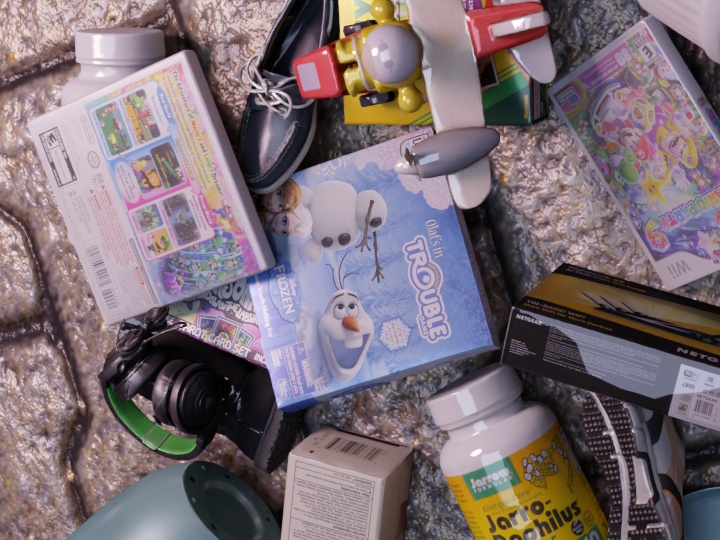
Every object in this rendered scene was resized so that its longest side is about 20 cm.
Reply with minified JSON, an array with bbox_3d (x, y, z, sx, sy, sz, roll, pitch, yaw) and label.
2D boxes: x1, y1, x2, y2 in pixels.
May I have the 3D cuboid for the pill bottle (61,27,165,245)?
[{"bbox_3d":[-0.224,-0.125,1.275,0.112,0.112,0.201,6,106,22],"label":"pill bottle"}]

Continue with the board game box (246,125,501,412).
[{"bbox_3d":[0.000,0.000,1.184,0.198,0.043,0.201,-18,77,11],"label":"board game box"}]

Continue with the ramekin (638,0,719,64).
[{"bbox_3d":[0.274,-0.257,0.983,0.094,0.202,0.203,29,113,26],"label":"ramekin"}]

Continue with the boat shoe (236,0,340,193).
[{"bbox_3d":[-0.064,-0.166,1.185,0.075,0.062,0.201,26,89,22],"label":"boat shoe"}]

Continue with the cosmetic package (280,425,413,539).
[{"bbox_3d":[-0.017,0.263,1.293,0.103,0.087,0.201,13,107,19],"label":"cosmetic package"}]

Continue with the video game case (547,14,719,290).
[{"bbox_3d":[0.242,-0.089,1.088,0.201,0.018,0.143,58,151,1],"label":"video game case"}]

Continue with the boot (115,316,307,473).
[{"bbox_3d":[-0.140,0.081,1.321,0.200,0.066,0.165,31,111,19],"label":"boot"}]

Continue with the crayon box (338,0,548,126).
[{"bbox_3d":[0.069,-0.225,1.150,0.172,0.058,0.201,3,104,23],"label":"crayon box"}]

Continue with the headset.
[{"bbox_3d":[-0.195,0.109,1.259,0.123,0.094,0.201,28,137,16],"label":"headset"}]

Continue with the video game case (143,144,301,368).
[{"bbox_3d":[-0.081,-0.005,1.250,0.199,0.036,0.182,22,88,18],"label":"video game case"}]

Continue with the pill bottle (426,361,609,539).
[{"bbox_3d":[0.138,0.186,1.191,0.112,0.113,0.201,-25,91,27],"label":"pill bottle"}]

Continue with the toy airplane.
[{"bbox_3d":[0.054,-0.174,1.058,0.200,0.141,0.200,37,115,12],"label":"toy airplane"}]

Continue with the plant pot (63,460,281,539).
[{"bbox_3d":[-0.172,0.283,1.314,0.201,0.201,0.161,46,107,7],"label":"plant pot"}]

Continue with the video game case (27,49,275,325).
[{"bbox_3d":[-0.187,-0.069,1.199,0.181,0.024,0.201,-19,95,25],"label":"video game case"}]

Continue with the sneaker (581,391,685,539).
[{"bbox_3d":[0.250,0.187,1.147,0.074,0.080,0.201,-9,90,52],"label":"sneaker"}]

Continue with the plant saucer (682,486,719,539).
[{"bbox_3d":[0.333,0.278,1.177,0.199,0.027,0.201,6,104,23],"label":"plant saucer"}]

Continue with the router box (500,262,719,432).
[{"bbox_3d":[0.232,0.060,1.095,0.199,0.157,0.052,17,109,19],"label":"router box"}]
